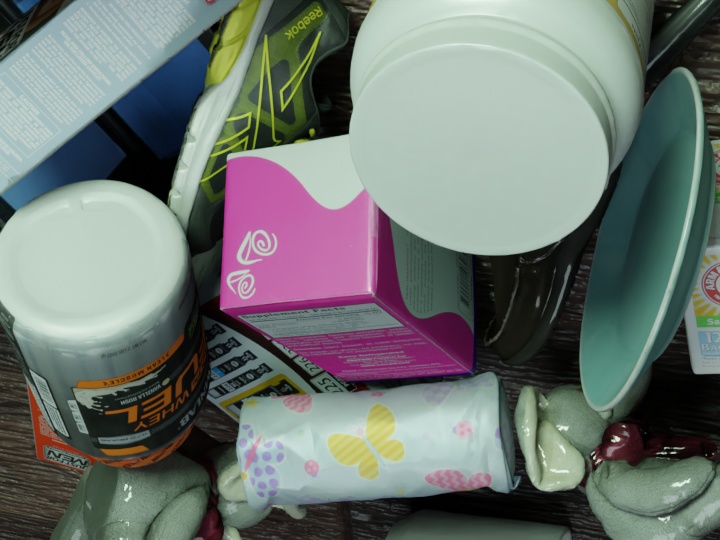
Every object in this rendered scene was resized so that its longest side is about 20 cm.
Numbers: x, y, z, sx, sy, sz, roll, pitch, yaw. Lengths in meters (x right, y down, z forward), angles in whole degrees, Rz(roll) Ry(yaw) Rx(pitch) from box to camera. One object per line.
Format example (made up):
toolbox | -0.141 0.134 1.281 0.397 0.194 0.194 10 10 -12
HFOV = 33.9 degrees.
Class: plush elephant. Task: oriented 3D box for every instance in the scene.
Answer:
plush elephant | 0.194 0.131 0.865 0.200 0.165 0.155 -39 76 8
plush elephant | -0.139 0.190 0.944 0.154 0.201 0.164 16 -176 -29

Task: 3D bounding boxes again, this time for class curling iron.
curling iron | 0.150 -0.101 0.677 0.026 0.050 0.200 45 108 -2

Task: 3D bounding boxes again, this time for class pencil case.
pencil case | 0.012 0.122 0.835 0.198 0.084 0.091 -6 172 7

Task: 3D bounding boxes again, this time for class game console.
game console | -0.184 -0.107 0.776 0.200 0.173 0.118 48 156 -27

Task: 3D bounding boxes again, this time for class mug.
mug | 0.096 0.297 1.058 0.152 0.150 0.188 11 130 19

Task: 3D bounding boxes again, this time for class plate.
plate | 0.167 -0.015 0.678 0.025 0.201 0.201 14 136 0

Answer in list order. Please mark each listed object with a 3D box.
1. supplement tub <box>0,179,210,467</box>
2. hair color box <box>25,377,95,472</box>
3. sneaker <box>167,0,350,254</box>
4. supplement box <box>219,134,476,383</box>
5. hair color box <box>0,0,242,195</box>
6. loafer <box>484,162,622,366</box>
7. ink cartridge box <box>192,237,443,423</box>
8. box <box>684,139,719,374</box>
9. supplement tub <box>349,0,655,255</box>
supplement tub | -0.163 0.045 0.777 0.122 0.123 0.201 12 148 7
hair color box | -0.226 0.066 0.968 0.061 0.102 0.201 15 137 4
sneaker | -0.066 -0.091 0.747 0.084 0.075 0.201 17 118 -11
supplement box | 0.000 0.000 0.759 0.103 0.102 0.200 -6 160 20
hair color box | -0.152 -0.140 0.688 0.199 0.099 0.061 -35 117 13
loafer | 0.115 -0.023 0.789 0.071 0.073 0.201 20 127 5
ink cartridge box | -0.065 0.072 0.929 0.200 0.084 0.175 42 132 -22
box | 0.294 -0.013 0.706 0.198 0.102 0.113 -4 132 22
supplement tub | 0.076 -0.119 0.606 0.143 0.201 0.145 10 136 10
